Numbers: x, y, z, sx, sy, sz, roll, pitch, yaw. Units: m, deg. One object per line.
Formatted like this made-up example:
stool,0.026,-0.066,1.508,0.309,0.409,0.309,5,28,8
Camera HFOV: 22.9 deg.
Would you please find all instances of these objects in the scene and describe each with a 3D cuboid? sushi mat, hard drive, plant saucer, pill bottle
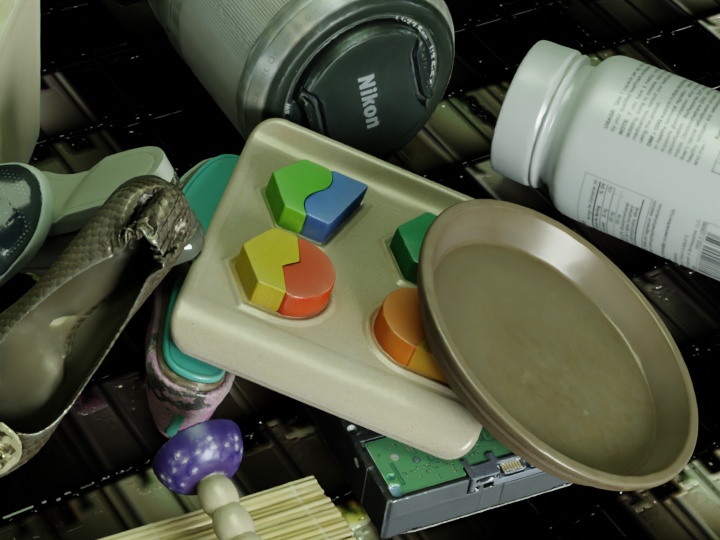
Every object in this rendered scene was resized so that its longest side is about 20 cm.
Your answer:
sushi mat,-0.091,0.169,0.933,0.198,0.012,0.096,-13,47,-23
hard drive,0.032,0.060,1.059,0.138,0.038,0.201,-13,46,-23
plant saucer,0.109,0.045,1.021,0.199,0.029,0.201,26,38,-22
pill bottle,0.194,-0.074,1.180,0.198,0.114,0.114,24,43,16

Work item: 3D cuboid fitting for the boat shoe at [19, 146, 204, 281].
boat shoe,-0.174,-0.021,1.049,0.200,0.061,0.072,-9,36,41

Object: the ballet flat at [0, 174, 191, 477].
ballet flat,-0.158,0.035,0.956,0.067,0.200,0.046,38,4,-28

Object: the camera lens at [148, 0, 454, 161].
camera lens,-0.042,-0.171,1.209,0.159,0.161,0.200,-16,47,-26

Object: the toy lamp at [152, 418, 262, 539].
toy lamp,-0.042,0.170,0.894,0.058,0.058,0.201,-14,57,-24

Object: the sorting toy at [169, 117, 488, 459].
sorting toy,0.000,0.000,1.040,0.183,0.037,0.201,22,42,-3

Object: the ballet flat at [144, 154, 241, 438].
ballet flat,-0.100,0.016,1.057,0.068,0.071,0.201,20,43,-15

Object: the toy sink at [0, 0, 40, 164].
toy sink,-0.273,-0.142,1.105,0.129,0.201,0.113,10,41,-1

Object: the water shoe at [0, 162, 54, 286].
water shoe,-0.256,-0.012,0.949,0.198,0.079,0.072,-24,68,-15
